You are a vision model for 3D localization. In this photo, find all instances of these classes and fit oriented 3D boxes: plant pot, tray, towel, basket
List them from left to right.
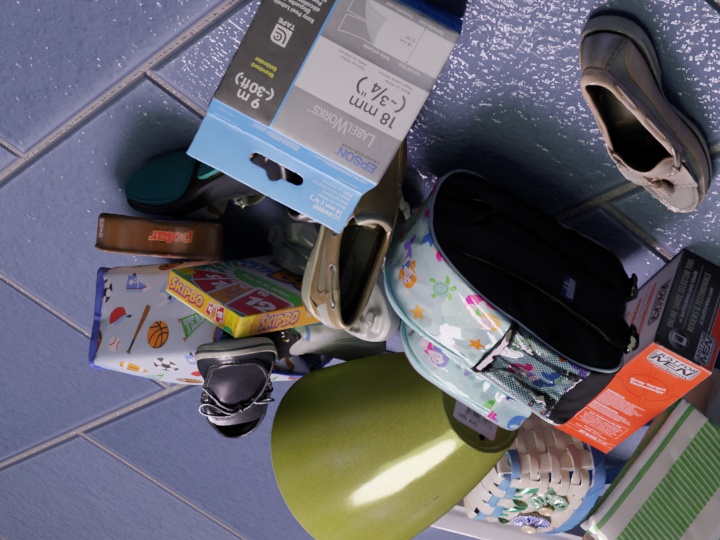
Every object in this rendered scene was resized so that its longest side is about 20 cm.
[{"bbox_3d":[0.050,0.150,1.627,0.187,0.188,0.200,36,142,-21],"label":"plant pot"},{"bbox_3d":[0.170,0.242,1.811,0.199,0.107,0.022,12,125,17],"label":"tray"},{"bbox_3d":[0.200,0.180,1.734,0.199,0.140,0.177,-8,155,-16],"label":"basket"},{"bbox_3d":[0.306,0.223,1.542,0.200,0.153,0.023,39,177,-15],"label":"towel"}]

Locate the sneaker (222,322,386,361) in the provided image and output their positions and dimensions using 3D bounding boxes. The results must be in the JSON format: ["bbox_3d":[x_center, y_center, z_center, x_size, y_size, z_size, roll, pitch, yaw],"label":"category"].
[{"bbox_3d":[-0.055,0.046,1.672,0.199,0.073,0.072,8,153,-45],"label":"sneaker"}]

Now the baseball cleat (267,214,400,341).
[{"bbox_3d":[0.000,0.000,1.579,0.106,0.070,0.200,1,-152,-36],"label":"baseball cleat"}]

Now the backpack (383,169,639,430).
[{"bbox_3d":[0.113,0.020,1.478,0.200,0.178,0.151,36,125,-16],"label":"backpack"}]

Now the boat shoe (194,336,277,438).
[{"bbox_3d":[-0.111,0.105,1.602,0.074,0.063,0.200,-6,161,-7],"label":"boat shoe"}]

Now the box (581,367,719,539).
[{"bbox_3d":[0.291,0.188,1.592,0.078,0.201,0.095,31,177,-14],"label":"box"}]

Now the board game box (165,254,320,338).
[{"bbox_3d":[-0.072,0.018,1.611,0.095,0.200,0.030,31,113,34],"label":"board game box"}]

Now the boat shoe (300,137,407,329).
[{"bbox_3d":[0.006,-0.049,1.443,0.071,0.201,0.076,6,-172,-21],"label":"boat shoe"}]

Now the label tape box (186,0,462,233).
[{"bbox_3d":[-0.031,-0.133,1.350,0.144,0.063,0.200,27,109,-7],"label":"label tape box"}]

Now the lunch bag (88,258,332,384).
[{"bbox_3d":[-0.142,0.056,1.761,0.169,0.124,0.200,-2,165,34],"label":"lunch bag"}]

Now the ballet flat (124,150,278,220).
[{"bbox_3d":[-0.134,-0.077,1.609,0.200,0.073,0.073,-16,132,44],"label":"ballet flat"}]

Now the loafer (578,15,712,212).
[{"bbox_3d":[0.209,-0.103,1.343,0.072,0.063,0.200,-1,142,33],"label":"loafer"}]

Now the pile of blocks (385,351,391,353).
[{"bbox_3d":[0.062,0.155,1.843,0.200,0.062,0.082,31,148,-12],"label":"pile of blocks"}]

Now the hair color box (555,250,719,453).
[{"bbox_3d":[0.248,0.075,1.556,0.061,0.102,0.200,27,150,-5],"label":"hair color box"}]

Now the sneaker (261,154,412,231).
[{"bbox_3d":[-0.024,-0.066,1.520,0.066,0.091,0.200,14,150,45],"label":"sneaker"}]

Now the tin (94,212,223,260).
[{"bbox_3d":[-0.189,-0.032,1.653,0.111,0.042,0.200,0,-177,-13],"label":"tin"}]
